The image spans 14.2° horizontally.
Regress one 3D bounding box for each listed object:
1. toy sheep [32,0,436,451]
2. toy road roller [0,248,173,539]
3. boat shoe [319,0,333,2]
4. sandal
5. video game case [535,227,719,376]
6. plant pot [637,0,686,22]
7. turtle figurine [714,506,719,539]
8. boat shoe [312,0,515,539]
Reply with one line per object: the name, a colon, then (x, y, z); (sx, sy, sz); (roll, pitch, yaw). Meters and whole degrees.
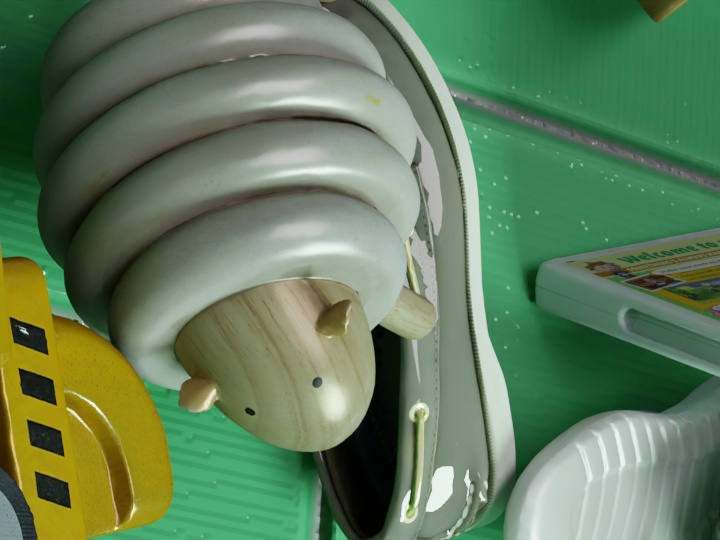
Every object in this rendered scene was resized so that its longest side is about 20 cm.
toy sheep: (-0.043, -0.033, 0.928); (0.137, 0.138, 0.201); (2, 55, -41)
toy road roller: (-0.137, 0.028, 0.862); (0.146, 0.122, 0.202); (-6, 87, -55)
boat shoe: (-0.040, -0.188, 1.026); (0.076, 0.072, 0.201); (2, 58, -2)
sandal: (0.099, 0.086, 1.102); (0.202, 0.050, 0.083); (-11, 105, -55)
video game case: (0.199, 0.017, 1.121); (0.199, 0.181, 0.022); (-10, 113, -42)
plant pot: (0.147, -0.214, 1.125); (0.140, 0.200, 0.200); (49, 51, -2)
turtle figurine: (0.184, 0.103, 1.097); (0.100, 0.150, 0.200); (28, 19, 9)
boat shoe: (0.002, 0.000, 1.017); (0.060, 0.072, 0.203); (-17, 96, -47)
